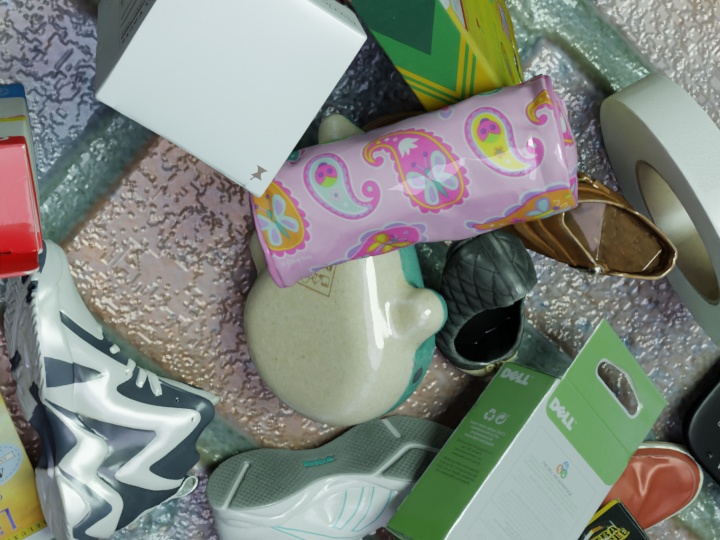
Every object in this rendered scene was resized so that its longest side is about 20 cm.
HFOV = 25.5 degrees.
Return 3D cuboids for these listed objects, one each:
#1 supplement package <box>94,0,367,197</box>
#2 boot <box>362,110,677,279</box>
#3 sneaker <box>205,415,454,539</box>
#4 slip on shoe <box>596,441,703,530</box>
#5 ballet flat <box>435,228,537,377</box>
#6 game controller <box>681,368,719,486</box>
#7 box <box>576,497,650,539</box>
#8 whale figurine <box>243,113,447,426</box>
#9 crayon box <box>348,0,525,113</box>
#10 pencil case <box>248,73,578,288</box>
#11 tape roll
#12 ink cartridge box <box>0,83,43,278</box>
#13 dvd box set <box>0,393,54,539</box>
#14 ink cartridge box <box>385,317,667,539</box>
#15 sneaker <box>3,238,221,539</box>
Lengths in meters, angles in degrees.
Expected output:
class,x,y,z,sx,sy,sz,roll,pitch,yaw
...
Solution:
class,x,y,z,sx,sy,sz,roll,pitch,yaw
supplement package,-0.081,-0.146,0.930,0.113,0.200,0.110,30,106,-20
boot,0.100,-0.048,1.031,0.198,0.155,0.074,12,101,-17
sneaker,-0.009,0.160,1.132,0.198,0.071,0.081,-10,126,-7
slip on shoe,0.164,0.183,1.175,0.198,0.061,0.075,-16,109,-9
ballet flat,0.083,0.034,1.056,0.066,0.200,0.057,-26,67,-6
game controller,0.324,0.145,1.201,0.200,0.042,0.105,44,75,-21
box,0.143,0.270,1.167,0.199,0.049,0.160,-39,145,2
whale figurine,0.000,0.000,1.047,0.103,0.158,0.202,-12,118,-52
crayon box,0.047,-0.161,0.972,0.050,0.128,0.200,-21,141,18
pencil case,0.029,-0.053,0.938,0.198,0.088,0.088,-14,111,11
tape roll,0.222,-0.032,1.042,0.037,0.203,0.204,-28,112,-3
ink cartridge box,-0.248,-0.051,0.929,0.115,0.200,0.068,-8,110,-10
dvd box set,-0.299,0.117,1.040,0.145,0.029,0.202,-25,108,-20
ink cartridge box,0.118,0.134,1.098,0.201,0.059,0.104,-52,124,-16
sneaker,-0.158,0.071,1.062,0.128,0.079,0.201,-12,89,-29
